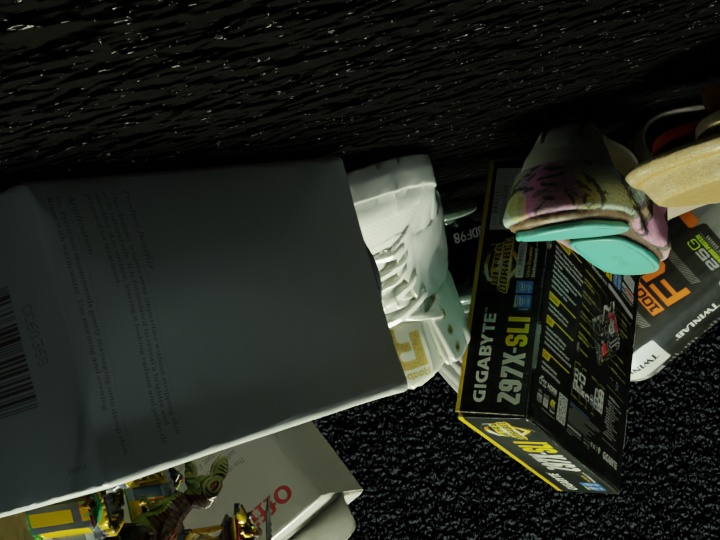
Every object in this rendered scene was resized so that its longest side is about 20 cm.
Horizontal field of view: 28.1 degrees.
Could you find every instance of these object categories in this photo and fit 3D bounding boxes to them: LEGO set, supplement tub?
[{"bbox_3d":[-0.089,0.135,0.775,0.115,0.155,0.200,-9,-176,7],"label":"LEGO set"},{"bbox_3d":[0.231,0.001,1.124,0.200,0.123,0.122,-43,170,13],"label":"supplement tub"}]

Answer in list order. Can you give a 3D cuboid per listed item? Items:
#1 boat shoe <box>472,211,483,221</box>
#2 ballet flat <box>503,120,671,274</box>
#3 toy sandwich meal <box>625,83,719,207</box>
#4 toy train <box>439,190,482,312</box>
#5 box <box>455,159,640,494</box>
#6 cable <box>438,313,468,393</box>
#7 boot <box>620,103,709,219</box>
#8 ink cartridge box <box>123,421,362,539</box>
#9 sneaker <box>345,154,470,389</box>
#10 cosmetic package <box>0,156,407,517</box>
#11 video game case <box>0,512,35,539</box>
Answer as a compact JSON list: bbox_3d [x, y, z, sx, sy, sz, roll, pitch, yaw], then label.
[{"bbox_3d":[0.143,-0.045,1.096,0.067,0.074,0.200,-36,-169,-23],"label":"boat shoe"},{"bbox_3d":[0.126,-0.042,0.791,0.069,0.072,0.200,-5,172,26],"label":"ballet flat"},{"bbox_3d":[0.223,-0.085,0.706,0.204,0.071,0.205,-12,175,-1],"label":"toy sandwich meal"},{"bbox_3d":[0.000,0.000,0.967,0.199,0.086,0.114,-18,-169,-26],"label":"toy train"},{"bbox_3d":[0.125,0.043,0.910,0.049,0.161,0.200,-2,160,26],"label":"box"},{"bbox_3d":[0.104,0.064,1.160,0.069,0.200,0.200,-45,133,7],"label":"cable"},{"bbox_3d":[0.186,-0.066,0.919,0.199,0.071,0.146,-14,170,8],"label":"boot"},{"bbox_3d":[-0.102,0.130,0.953,0.128,0.200,0.125,-40,167,6],"label":"ink cartridge box"},{"bbox_3d":[0.019,0.005,0.755,0.073,0.116,0.200,-15,176,14],"label":"sneaker"},{"bbox_3d":[-0.074,0.020,0.579,0.081,0.113,0.200,-18,174,32],"label":"cosmetic package"},{"bbox_3d":[-0.257,0.117,0.831,0.023,0.182,0.200,-49,163,24],"label":"video game case"}]
